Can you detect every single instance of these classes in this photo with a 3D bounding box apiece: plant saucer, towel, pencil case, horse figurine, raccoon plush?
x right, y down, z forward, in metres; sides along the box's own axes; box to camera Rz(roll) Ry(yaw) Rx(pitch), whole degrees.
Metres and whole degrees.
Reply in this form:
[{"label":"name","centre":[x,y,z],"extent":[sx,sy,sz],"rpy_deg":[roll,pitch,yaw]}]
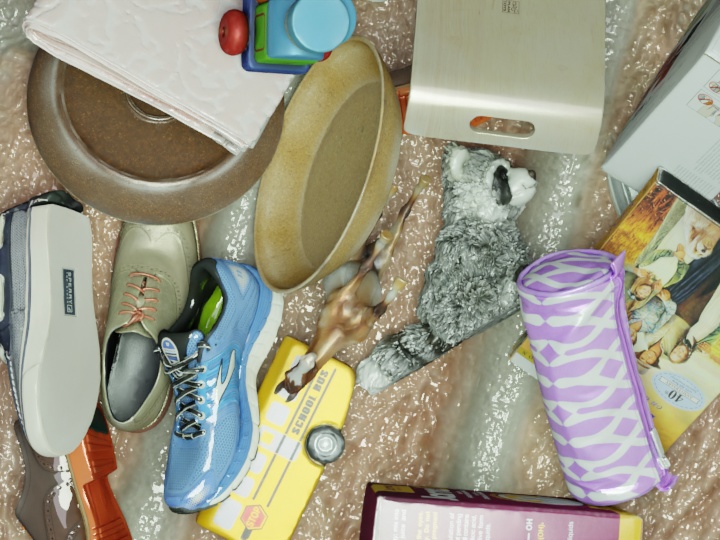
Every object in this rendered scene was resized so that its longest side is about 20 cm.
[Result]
[{"label":"plant saucer","centre":[-0.156,-0.135,1.385],"extent":[0.200,0.034,0.201],"rpy_deg":[2,76,-8]},{"label":"towel","centre":[-0.128,-0.199,1.366],"extent":[0.191,0.032,0.200],"rpy_deg":[30,53,-3]},{"label":"pencil case","centre":[0.176,0.081,1.343],"extent":[0.084,0.085,0.200],"rpy_deg":[-42,123,-43]},{"label":"horse figurine","centre":[0.000,0.000,1.361],"extent":[0.050,0.200,0.133],"rpy_deg":[27,127,-12]},{"label":"plant saucer","centre":[-0.019,-0.075,1.345],"extent":[0.035,0.200,0.201],"rpy_deg":[17,88,-25]},{"label":"raccoon plush","centre":[0.056,-0.010,1.394],"extent":[0.200,0.097,0.134],"rpy_deg":[-30,83,-3]}]

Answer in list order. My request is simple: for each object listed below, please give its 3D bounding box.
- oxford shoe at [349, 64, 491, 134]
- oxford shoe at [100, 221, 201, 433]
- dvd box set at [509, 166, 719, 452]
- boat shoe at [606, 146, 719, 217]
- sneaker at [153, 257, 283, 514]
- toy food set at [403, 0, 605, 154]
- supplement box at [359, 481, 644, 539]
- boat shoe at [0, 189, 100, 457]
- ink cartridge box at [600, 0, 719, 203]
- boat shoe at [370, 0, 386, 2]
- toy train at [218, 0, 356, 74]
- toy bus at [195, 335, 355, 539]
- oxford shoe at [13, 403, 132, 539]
[{"label":"oxford shoe","centre":[0.086,-0.158,1.416],"extent":[0.200,0.071,0.073],"rpy_deg":[-11,64,-2]},{"label":"oxford shoe","centre":[-0.161,0.027,1.385],"extent":[0.070,0.075,0.201],"rpy_deg":[4,88,0]},{"label":"dvd box set","centre":[0.227,0.037,1.375],"extent":[0.146,0.029,0.200],"rpy_deg":[36,122,-2]},{"label":"boat shoe","centre":[0.261,-0.018,1.414],"extent":[0.074,0.065,0.202],"rpy_deg":[-27,90,-3]},{"label":"sneaker","centre":[-0.123,0.083,1.352],"extent":[0.089,0.078,0.200],"rpy_deg":[29,63,-44]},{"label":"toy food set","centre":[0.109,-0.180,1.363],"extent":[0.143,0.060,0.200],"rpy_deg":[7,59,-4]},{"label":"supplement box","centre":[0.102,0.222,1.369],"extent":[0.199,0.131,0.103],"rpy_deg":[5,88,-4]},{"label":"boat shoe","centre":[-0.254,0.044,1.367],"extent":[0.093,0.075,0.200],"rpy_deg":[-9,73,31]},{"label":"ink cartridge box","centre":[0.282,-0.156,1.329],"extent":[0.084,0.200,0.176],"rpy_deg":[33,66,-1]},{"label":"boat shoe","centre":[-0.051,-0.279,1.389],"extent":[0.200,0.074,0.060],"rpy_deg":[29,123,-4]},{"label":"toy train","centre":[-0.044,-0.245,1.293],"extent":[0.084,0.116,0.201],"rpy_deg":[1,91,-22]},{"label":"toy bus","centre":[-0.067,0.156,1.392],"extent":[0.078,0.065,0.200],"rpy_deg":[26,88,-2]},{"label":"oxford shoe","centre":[-0.222,0.202,1.390],"extent":[0.072,0.071,0.200],"rpy_deg":[-11,83,14]}]
